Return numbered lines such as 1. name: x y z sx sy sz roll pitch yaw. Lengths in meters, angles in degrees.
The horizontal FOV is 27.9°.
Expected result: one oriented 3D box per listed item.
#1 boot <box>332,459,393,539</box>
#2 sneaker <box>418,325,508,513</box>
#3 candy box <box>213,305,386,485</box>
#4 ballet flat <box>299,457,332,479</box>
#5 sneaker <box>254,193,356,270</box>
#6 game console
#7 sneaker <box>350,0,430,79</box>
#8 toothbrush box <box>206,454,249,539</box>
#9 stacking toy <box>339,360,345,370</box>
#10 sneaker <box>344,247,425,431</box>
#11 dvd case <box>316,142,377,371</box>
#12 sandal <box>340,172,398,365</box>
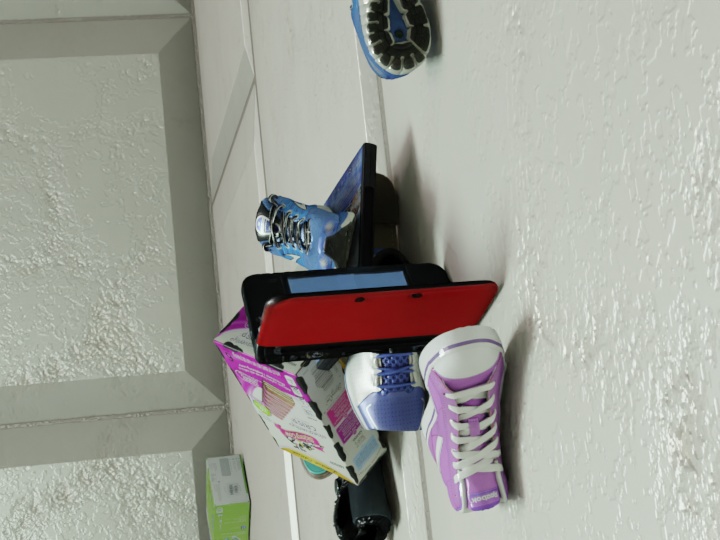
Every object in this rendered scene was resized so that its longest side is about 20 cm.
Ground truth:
1. boot: -0.016 0.261 1.775 0.200 0.076 0.169 122 147 -61
2. sneaker: 0.098 0.134 1.204 0.201 0.072 0.115 84 171 -55
3. candy box: -0.067 0.142 1.634 0.136 0.061 0.200 18 148 41
4. ballet flat: -0.054 0.210 2.026 0.067 0.068 0.201 68 -166 -55
5. sneaker: -0.063 -0.033 1.484 0.200 0.089 0.079 -159 80 -72
6. game console: 0.002 0.013 1.287 0.173 0.199 0.119 -108 19 -52
7. sneaker: 0.015 -0.278 1.394 0.089 0.078 0.201 143 122 -74
8. toothbrush box: -0.305 0.542 3.311 0.146 0.086 0.201 -107 18 -47
9. stacking toy: -0.016 0.105 1.685 0.200 0.146 0.147 43 139 47
10. sneaker: 0.027 0.064 1.482 0.115 0.080 0.200 125 141 -76
11. dvd case: -0.014 -0.013 1.500 0.143 0.017 0.201 128 149 -58
12. sandal: 0.006 0.001 1.596 0.070 0.077 0.213 176 99 -80
